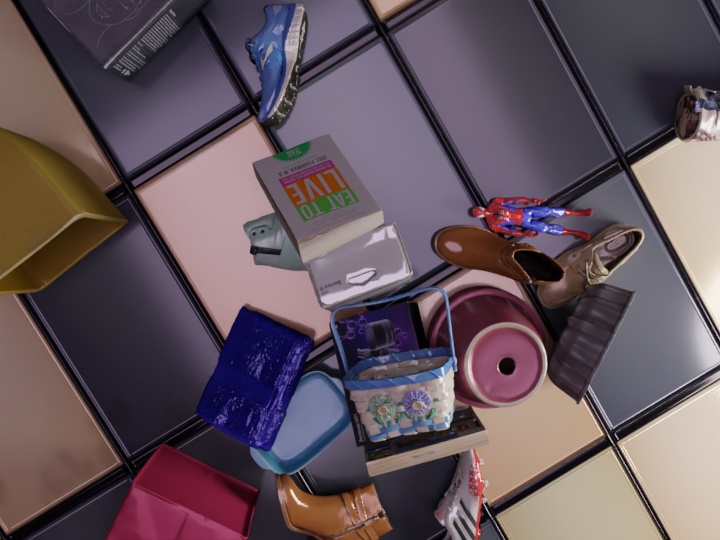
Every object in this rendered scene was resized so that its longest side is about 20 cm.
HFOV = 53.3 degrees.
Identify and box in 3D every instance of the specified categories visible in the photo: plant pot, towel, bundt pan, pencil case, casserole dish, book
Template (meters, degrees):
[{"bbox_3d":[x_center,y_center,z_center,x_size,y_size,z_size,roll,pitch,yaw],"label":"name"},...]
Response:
[{"bbox_3d":[0.211,0.132,1.143,0.197,0.179,0.203,0,94,-2],"label":"plant pot"},{"bbox_3d":[-0.176,0.177,1.176,0.146,0.050,0.202,23,86,11],"label":"towel"},{"bbox_3d":[0.361,0.107,1.147,0.075,0.202,0.204,27,93,20],"label":"bundt pan"},{"bbox_3d":[0.624,-0.260,1.173,0.197,0.078,0.091,-3,114,-1],"label":"pencil case"},{"bbox_3d":[-0.100,0.254,1.213,0.199,0.039,0.121,-40,94,1],"label":"casserole dish"},{"bbox_3d":[-0.065,-0.114,1.061,0.132,0.201,0.048,-24,140,-11],"label":"book"},{"bbox_3d":[-0.520,-0.102,1.103,0.195,0.194,0.201,-36,90,1],"label":"plant pot"}]

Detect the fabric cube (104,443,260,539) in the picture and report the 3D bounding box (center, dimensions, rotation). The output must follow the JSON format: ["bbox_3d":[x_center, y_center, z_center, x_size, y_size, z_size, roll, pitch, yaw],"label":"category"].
[{"bbox_3d":[-0.294,0.433,1.144,0.198,0.196,0.201,27,92,-3],"label":"fabric cube"}]

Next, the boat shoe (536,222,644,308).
[{"bbox_3d":[0.381,-0.008,1.193,0.199,0.065,0.072,-36,95,1],"label":"boat shoe"}]

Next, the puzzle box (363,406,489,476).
[{"bbox_3d":[0.102,0.276,1.174,0.197,0.133,0.026,-15,96,-1],"label":"puzzle box"}]

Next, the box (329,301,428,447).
[{"bbox_3d":[0.044,0.165,1.155,0.140,0.079,0.203,-17,81,17],"label":"box"}]

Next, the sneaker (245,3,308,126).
[{"bbox_3d":[-0.143,-0.331,1.155,0.088,0.079,0.203,10,86,5],"label":"sneaker"}]

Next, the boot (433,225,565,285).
[{"bbox_3d":[0.219,-0.020,1.142,0.198,0.155,0.078,22,94,-3],"label":"boot"}]

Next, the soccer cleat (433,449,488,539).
[{"bbox_3d":[0.167,0.393,1.218,0.084,0.069,0.203,0,99,-6],"label":"soccer cleat"}]

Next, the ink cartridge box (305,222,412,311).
[{"bbox_3d":[0.000,0.000,1.111,0.144,0.200,0.089,-20,86,1],"label":"ink cartridge box"}]

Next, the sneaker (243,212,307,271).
[{"bbox_3d":[-0.134,-0.101,1.166,0.116,0.074,0.203,1,95,-3],"label":"sneaker"}]

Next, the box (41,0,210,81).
[{"bbox_3d":[-0.376,-0.442,1.108,0.196,0.124,0.200,-43,94,3],"label":"box"}]

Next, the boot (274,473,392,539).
[{"bbox_3d":[-0.047,0.395,1.209,0.153,0.074,0.202,-27,110,-1],"label":"boot"}]

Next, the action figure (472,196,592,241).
[{"bbox_3d":[0.284,-0.088,1.195,0.197,0.052,0.066,6,98,0],"label":"action figure"}]

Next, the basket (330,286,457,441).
[{"bbox_3d":[0.060,0.134,1.041,0.174,0.139,0.203,-13,91,14],"label":"basket"}]
